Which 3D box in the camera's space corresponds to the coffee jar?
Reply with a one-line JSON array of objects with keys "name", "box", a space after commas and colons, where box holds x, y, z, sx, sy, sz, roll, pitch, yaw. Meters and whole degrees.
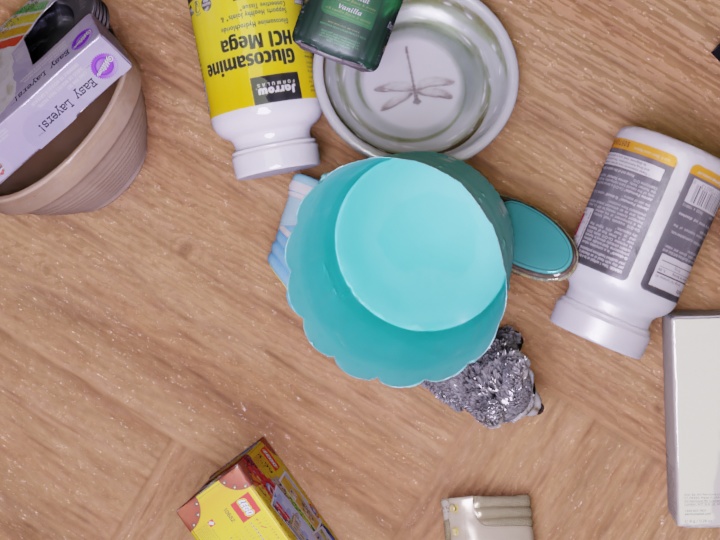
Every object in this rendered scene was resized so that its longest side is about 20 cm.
[{"name": "coffee jar", "box": [0.009, -0.284, 1.137, 0.085, 0.104, 0.201, 20, 98, 0]}]

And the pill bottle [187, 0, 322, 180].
[{"name": "pill bottle", "box": [-0.098, -0.194, 1.225, 0.112, 0.112, 0.201, -11, 91, 6]}]

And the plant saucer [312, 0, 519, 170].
[{"name": "plant saucer", "box": [0.052, -0.185, 1.225, 0.199, 0.050, 0.201, 1, 74, -5]}]

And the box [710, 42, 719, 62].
[{"name": "box", "box": [0.455, -0.231, 1.184, 0.200, 0.079, 0.141, -44, 86, 5]}]

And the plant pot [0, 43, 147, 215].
[{"name": "plant pot", "box": [-0.277, -0.122, 1.237, 0.201, 0.201, 0.093, -39, 129, 6]}]

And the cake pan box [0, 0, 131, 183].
[{"name": "cake pan box", "box": [-0.318, -0.189, 1.221, 0.200, 0.184, 0.052, -39, 131, 7]}]

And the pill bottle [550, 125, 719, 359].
[{"name": "pill bottle", "box": [0.261, -0.026, 1.194, 0.116, 0.116, 0.201, 23, 95, 4]}]

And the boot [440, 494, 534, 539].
[{"name": "boot", "box": [0.084, 0.301, 1.225, 0.199, 0.073, 0.156, -8, 75, -5]}]

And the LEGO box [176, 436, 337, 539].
[{"name": "LEGO box", "box": [-0.077, 0.276, 1.226, 0.077, 0.149, 0.200, -36, 89, 6]}]

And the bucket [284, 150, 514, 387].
[{"name": "bucket", "box": [0.041, -0.010, 1.120, 0.206, 0.135, 0.208, 3, 103, 14]}]

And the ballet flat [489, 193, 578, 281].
[{"name": "ballet flat", "box": [0.123, -0.041, 1.217, 0.200, 0.071, 0.071, 29, 95, 22]}]

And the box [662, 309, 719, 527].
[{"name": "box", "box": [0.330, 0.140, 1.213, 0.068, 0.082, 0.201, -2, 94, 7]}]

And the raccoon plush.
[{"name": "raccoon plush", "box": [0.079, 0.096, 1.208, 0.199, 0.134, 0.097, 9, 95, 5]}]

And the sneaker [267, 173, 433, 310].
[{"name": "sneaker", "box": [0.000, 0.000, 1.243, 0.199, 0.080, 0.131, 26, 93, 14]}]
